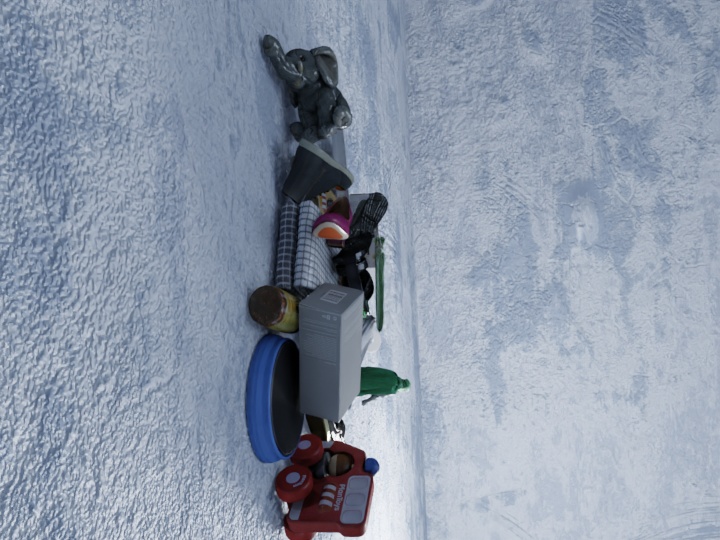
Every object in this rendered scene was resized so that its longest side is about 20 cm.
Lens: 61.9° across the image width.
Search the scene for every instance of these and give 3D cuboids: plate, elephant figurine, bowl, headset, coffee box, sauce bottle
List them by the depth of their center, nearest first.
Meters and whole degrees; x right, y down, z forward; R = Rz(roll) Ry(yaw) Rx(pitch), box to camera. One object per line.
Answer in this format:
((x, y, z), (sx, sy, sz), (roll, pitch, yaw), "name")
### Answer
((-0.134, 0.209, 0.993), (0.200, 0.038, 0.209), (-3, 90, -79), "bowl")
((-0.125, 0.071, 1.007), (0.200, 0.063, 0.069), (43, 45, -76), "sauce bottle")
((-0.094, -0.354, 1.125), (0.205, 0.138, 0.155), (67, -10, -19), "elephant figurine")
((0.000, 0.000, 1.153), (0.203, 0.091, 0.126), (-104, 179, -49), "headset")
((-0.045, -0.228, 1.433), (0.201, 0.031, 0.207), (88, -3, -74), "plate")
((0.009, -0.082, 1.553), (0.115, 0.077, 0.207), (90, -4, -71), "coffee box")

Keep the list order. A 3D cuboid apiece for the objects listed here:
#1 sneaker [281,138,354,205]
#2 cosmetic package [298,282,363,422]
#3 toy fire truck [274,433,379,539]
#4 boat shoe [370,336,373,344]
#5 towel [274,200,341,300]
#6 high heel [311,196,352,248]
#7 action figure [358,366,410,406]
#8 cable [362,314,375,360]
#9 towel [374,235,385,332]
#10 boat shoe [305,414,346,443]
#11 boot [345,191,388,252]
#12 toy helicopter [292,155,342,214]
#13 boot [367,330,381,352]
((-0.085, -0.169, 1.149), (0.108, 0.074, 0.199), (-60, 155, 4), "sneaker")
((-0.049, 0.139, 1.025), (0.107, 0.087, 0.207), (-40, 139, -62), "cosmetic package")
((-0.051, 0.377, 1.052), (0.201, 0.162, 0.116), (-67, 152, -64), "toy fire truck")
((-0.031, 0.084, 1.311), (0.200, 0.069, 0.071), (48, 28, -38), "boat shoe")
((-0.097, -0.012, 1.121), (0.201, 0.082, 0.172), (57, 31, -64), "towel")
((-0.046, -0.101, 1.042), (0.200, 0.065, 0.100), (103, -7, -84), "high heel")
((0.014, 0.251, 1.315), (0.120, 0.192, 0.056), (-75, 159, -53), "action figure")
((-0.034, 0.172, 1.207), (0.205, 0.068, 0.200), (-65, 172, 9), "cable")
((0.041, 0.019, 1.237), (0.200, 0.022, 0.159), (-87, 177, -77), "towel")
((-0.063, 0.315, 1.199), (0.064, 0.073, 0.204), (-33, 143, -25), "boat shoe")
((-0.012, -0.080, 1.355), (0.203, 0.067, 0.130), (-57, -169, -15), "boot")
((-0.083, -0.164, 1.242), (0.202, 0.076, 0.135), (59, 35, -42), "toy helicopter")
((-0.040, 0.136, 1.416), (0.199, 0.089, 0.074), (38, 76, -43), "boot")
